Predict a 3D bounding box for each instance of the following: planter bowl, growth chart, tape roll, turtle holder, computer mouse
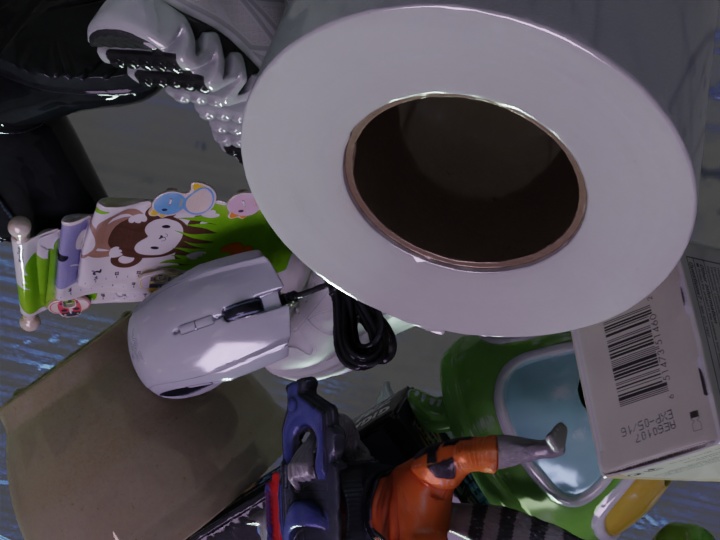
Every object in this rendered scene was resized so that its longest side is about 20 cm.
[{"bbox_3d":[-0.161,0.111,0.912,0.200,0.200,0.135,-31,96,43],"label":"planter bowl"},{"bbox_3d":[-0.117,-0.009,0.818,0.199,0.018,0.145,-4,150,-6],"label":"growth chart"},{"bbox_3d":[0.059,-0.085,0.617,0.201,0.140,0.203,10,142,8],"label":"tape roll"},{"bbox_3d":[0.128,0.103,0.787,0.131,0.186,0.141,-34,145,24],"label":"turtle holder"},{"bbox_3d":[-0.075,0.029,0.779,0.199,0.110,0.044,-23,171,34],"label":"computer mouse"}]

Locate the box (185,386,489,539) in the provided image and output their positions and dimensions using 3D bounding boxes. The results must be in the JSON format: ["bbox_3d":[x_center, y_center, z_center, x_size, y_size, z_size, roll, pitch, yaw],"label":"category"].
[{"bbox_3d":[0.007,0.204,0.841,0.198,0.050,0.200,-33,97,21],"label":"box"}]

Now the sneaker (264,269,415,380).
[{"bbox_3d":[0.000,0.000,0.809,0.200,0.075,0.100,-28,109,37],"label":"sneaker"}]

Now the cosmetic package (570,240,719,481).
[{"bbox_3d":[0.201,0.053,0.690,0.199,0.104,0.073,11,153,-42],"label":"cosmetic package"}]

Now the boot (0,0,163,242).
[{"bbox_3d":[-0.178,-0.080,0.765,0.197,0.074,0.163,7,140,17],"label":"boot"}]

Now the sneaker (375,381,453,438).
[{"bbox_3d":[0.020,0.144,0.961,0.075,0.115,0.200,26,175,-10],"label":"sneaker"}]

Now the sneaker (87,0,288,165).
[{"bbox_3d":[-0.052,-0.104,0.686,0.075,0.081,0.200,11,165,31],"label":"sneaker"}]

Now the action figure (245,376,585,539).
[{"bbox_3d":[0.019,0.162,0.735,0.193,0.201,0.104,2,177,37],"label":"action figure"}]
